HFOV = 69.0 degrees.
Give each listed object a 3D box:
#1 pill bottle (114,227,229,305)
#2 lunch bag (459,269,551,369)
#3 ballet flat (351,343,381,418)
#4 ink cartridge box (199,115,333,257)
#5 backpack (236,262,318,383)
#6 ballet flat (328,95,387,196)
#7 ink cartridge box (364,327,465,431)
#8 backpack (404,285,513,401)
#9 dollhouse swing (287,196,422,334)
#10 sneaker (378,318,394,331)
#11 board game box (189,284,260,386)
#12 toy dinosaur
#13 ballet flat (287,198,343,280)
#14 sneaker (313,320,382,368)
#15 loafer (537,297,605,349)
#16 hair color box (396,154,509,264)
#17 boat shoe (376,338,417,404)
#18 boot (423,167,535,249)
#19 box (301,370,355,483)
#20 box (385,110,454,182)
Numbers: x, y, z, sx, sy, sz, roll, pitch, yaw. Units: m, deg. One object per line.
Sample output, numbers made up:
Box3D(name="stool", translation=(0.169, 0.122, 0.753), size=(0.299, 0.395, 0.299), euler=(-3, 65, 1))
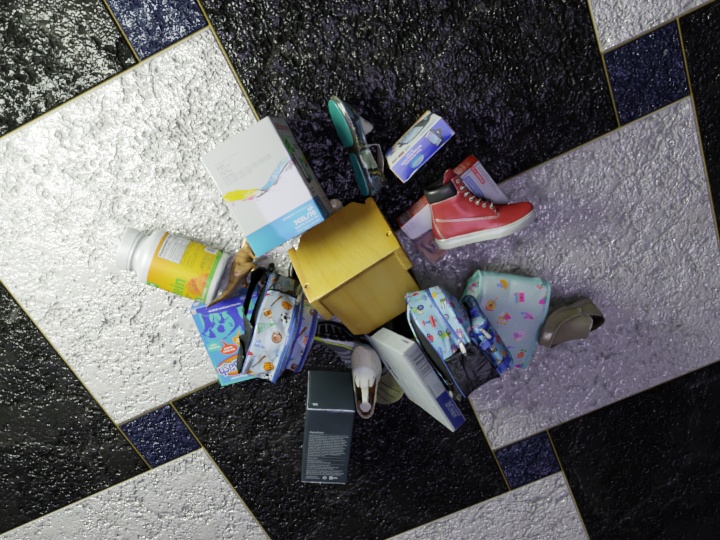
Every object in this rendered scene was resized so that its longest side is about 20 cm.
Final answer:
Box3D(name="pill bottle", translation=(-0.375, -0.013, 1.047), size=(0.198, 0.111, 0.112), euler=(20, 110, -11))
Box3D(name="lunch bag", translation=(0.300, 0.093, 1.127), size=(0.169, 0.122, 0.202), euler=(10, 117, -6))
Box3D(name="ballet flat", translation=(0.015, 0.250, 1.152), size=(0.067, 0.063, 0.201), euler=(-1, 128, 5))
Box3D(name="ink cartridge box", translation=(-0.165, -0.157, 0.964), size=(0.145, 0.147, 0.201), euler=(-27, 101, 9))
Box3D(name="backpack", translation=(-0.165, 0.121, 1.017), size=(0.153, 0.191, 0.202), euler=(15, 116, -1))
Box3D(name="ballet flat", translation=(0.001, -0.245, 1.008), size=(0.074, 0.074, 0.201), euler=(-19, 114, 4))
Box3D(name="ink cartridge box", translation=(0.105, 0.208, 1.055), size=(0.043, 0.200, 0.197), euler=(-37, 107, -12))
Box3D(name="backpack", translation=(0.174, 0.111, 0.991), size=(0.134, 0.183, 0.201), euler=(-34, 100, 10))
Box3D(name="dollhouse swing", translation=(0.000, 0.000, 1.053), size=(0.199, 0.183, 0.176), euler=(-33, 151, 9))
Box3D(name="sneaker", translation=(0.013, 0.057, 1.128), size=(0.090, 0.076, 0.201), euler=(-22, 103, 13))
Box3D(name="board game box", translation=(-0.266, 0.146, 1.154), size=(0.151, 0.045, 0.202), euler=(-15, 113, 2))
Box3D(name="toy dinosaur", translation=(-0.245, 0.005, 1.068), size=(0.106, 0.060, 0.202), euler=(38, 65, -42))
Box3D(name="ballet flat", translation=(-0.088, -0.055, 1.076), size=(0.066, 0.057, 0.201), euler=(25, 108, -13))
Box3D(name="sneaker", translation=(-0.034, 0.176, 1.169), size=(0.198, 0.074, 0.082), euler=(18, 114, -8))
Box3D(name="loafer", translation=(0.457, 0.116, 1.122), size=(0.199, 0.068, 0.076), euler=(-23, 130, -32))
Box3D(name="hair color box", translation=(0.185, -0.122, 1.063), size=(0.200, 0.064, 0.111), euler=(-40, 110, 14))
Box3D(name="boat shoe", translation=(0.085, 0.232, 1.193), size=(0.074, 0.068, 0.201), euler=(35, 130, 2))
Box3D(name="boot", translation=(0.226, -0.134, 0.991), size=(0.198, 0.073, 0.145), euler=(-14, 112, 5))
Box3D(name="box", translation=(-0.076, 0.354, 1.195), size=(0.106, 0.149, 0.202), euler=(4, 113, -5))
Box3D(name="box", translation=(0.102, -0.226, 0.940), size=(0.041, 0.200, 0.119), euler=(43, 104, -13))
